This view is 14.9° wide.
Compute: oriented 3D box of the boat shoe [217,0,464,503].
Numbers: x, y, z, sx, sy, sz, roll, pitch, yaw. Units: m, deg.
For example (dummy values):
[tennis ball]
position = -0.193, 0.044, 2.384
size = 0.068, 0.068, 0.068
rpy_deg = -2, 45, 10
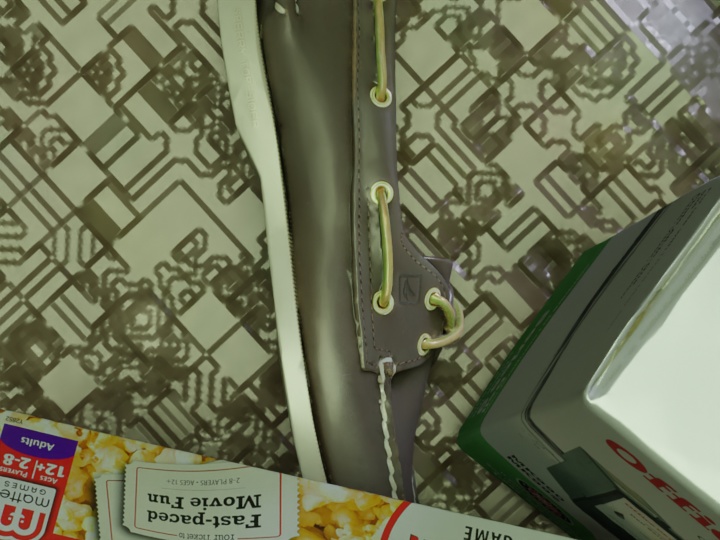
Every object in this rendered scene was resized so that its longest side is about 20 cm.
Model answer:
[boat shoe]
position = 0.000, 0.000, 0.864
size = 0.059, 0.072, 0.201
rpy_deg = -11, 84, 2

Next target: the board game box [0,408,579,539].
[board game box]
position = -0.022, 0.119, 0.824
size = 0.199, 0.152, 0.046
rpy_deg = 12, 54, -1

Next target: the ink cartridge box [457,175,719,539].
[ink cartridge box]
position = 0.120, 0.055, 0.795
size = 0.146, 0.200, 0.084
rpy_deg = 38, 80, -1
